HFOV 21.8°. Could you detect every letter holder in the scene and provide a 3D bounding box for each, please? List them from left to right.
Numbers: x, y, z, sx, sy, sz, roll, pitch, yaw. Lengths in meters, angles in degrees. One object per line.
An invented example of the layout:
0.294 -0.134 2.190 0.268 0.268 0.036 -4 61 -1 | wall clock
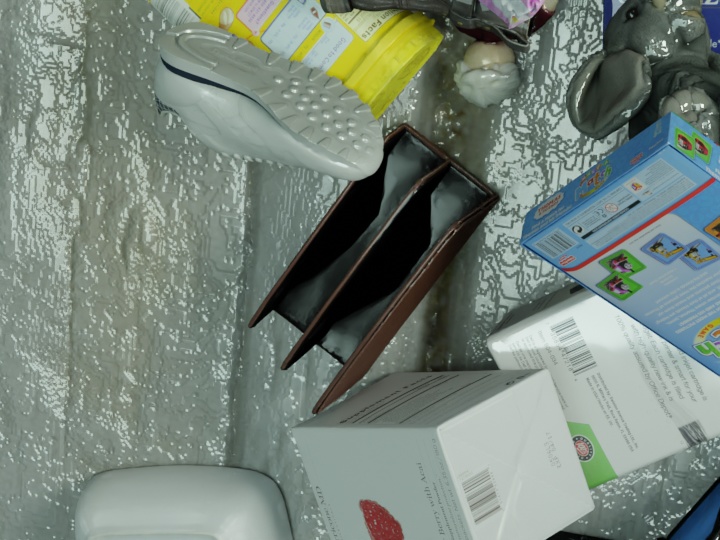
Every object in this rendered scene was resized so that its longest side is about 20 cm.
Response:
0.000 0.000 1.479 0.101 0.142 0.200 38 111 5 | letter holder

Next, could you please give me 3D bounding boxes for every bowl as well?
-0.158 0.276 1.631 0.200 0.075 0.200 -2 103 16 | bowl

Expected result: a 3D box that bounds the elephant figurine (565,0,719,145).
0.222 -0.138 1.351 0.155 0.142 0.200 -36 54 1 | elephant figurine

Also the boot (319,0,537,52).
0.066 -0.263 1.386 0.174 0.069 0.200 6 82 12 | boot

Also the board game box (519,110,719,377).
0.236 -0.012 1.300 0.200 0.037 0.151 33 137 -21 | board game box

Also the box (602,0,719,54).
0.244 -0.227 1.411 0.121 0.032 0.200 3 103 16 | box

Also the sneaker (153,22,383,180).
-0.071 -0.115 1.430 0.200 0.076 0.081 31 130 19 | sneaker

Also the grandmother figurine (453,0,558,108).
0.107 -0.223 1.443 0.121 0.061 0.200 20 113 40 | grandmother figurine

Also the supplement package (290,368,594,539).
0.061 0.154 1.461 0.200 0.120 0.121 -7 105 55 | supplement package

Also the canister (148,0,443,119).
-0.055 -0.200 1.476 0.200 0.087 0.149 44 118 5 | canister

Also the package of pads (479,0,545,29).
0.123 -0.279 1.314 0.120 0.076 0.200 39 70 -5 | package of pads

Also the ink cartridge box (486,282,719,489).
0.223 0.067 1.459 0.200 0.084 0.146 -26 95 21 | ink cartridge box

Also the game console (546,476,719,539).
0.199 0.206 1.438 0.171 0.200 0.118 9 104 15 | game console
